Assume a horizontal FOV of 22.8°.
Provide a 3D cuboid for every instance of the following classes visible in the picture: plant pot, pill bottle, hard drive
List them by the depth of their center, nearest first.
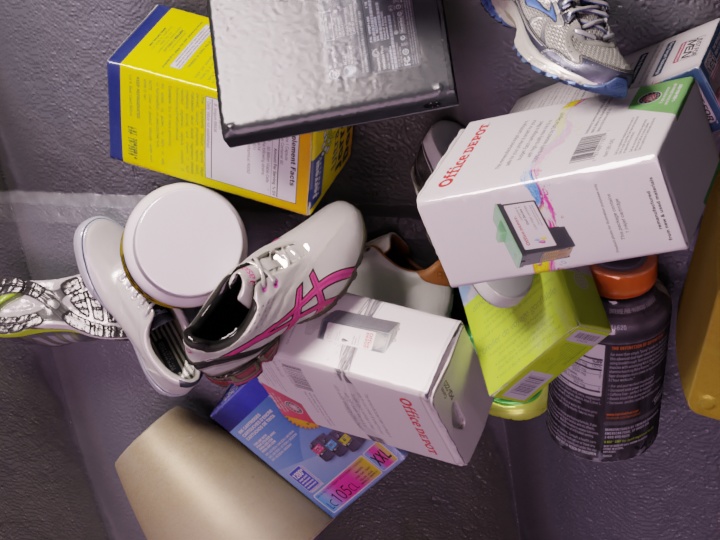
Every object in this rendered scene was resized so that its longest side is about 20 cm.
[{"bbox_3d":[0.366,0.035,1.486,0.199,0.177,0.201,16,128,11],"label":"plant pot"},{"bbox_3d":[-0.026,-0.189,1.497,0.199,0.140,0.033,-10,165,8],"label":"hard drive"},{"bbox_3d":[0.225,0.066,1.611,0.106,0.106,0.201,11,126,15],"label":"pill bottle"},{"bbox_3d":[-0.163,-0.022,1.643,0.114,0.200,0.115,0,88,-8],"label":"pill bottle"},{"bbox_3d":[-0.158,0.247,1.865,0.200,0.187,0.187,46,129,6],"label":"plant pot"}]

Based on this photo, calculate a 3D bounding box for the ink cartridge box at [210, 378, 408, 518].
[{"bbox_3d":[-0.054,0.137,1.797,0.200,0.076,0.136,41,128,-6],"label":"ink cartridge box"}]

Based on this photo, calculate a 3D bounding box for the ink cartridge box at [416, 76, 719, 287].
[{"bbox_3d":[0.164,-0.068,1.388,0.199,0.145,0.084,-10,115,28],"label":"ink cartridge box"}]

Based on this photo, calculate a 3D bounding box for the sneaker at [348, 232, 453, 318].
[{"bbox_3d":[0.000,0.000,1.698,0.199,0.073,0.085,11,96,23],"label":"sneaker"}]

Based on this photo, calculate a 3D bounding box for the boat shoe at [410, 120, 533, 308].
[{"bbox_3d":[0.095,-0.039,1.557,0.070,0.200,0.064,7,137,-29],"label":"boat shoe"}]

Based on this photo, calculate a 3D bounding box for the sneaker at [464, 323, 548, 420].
[{"bbox_3d":[0.091,0.082,1.713,0.199,0.074,0.084,14,101,18],"label":"sneaker"}]

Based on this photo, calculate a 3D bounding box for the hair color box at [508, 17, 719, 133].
[{"bbox_3d":[0.214,-0.132,1.482,0.200,0.100,0.061,-20,112,32],"label":"hair color box"}]

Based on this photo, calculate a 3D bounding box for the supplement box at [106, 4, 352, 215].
[{"bbox_3d":[-0.114,-0.146,1.598,0.199,0.110,0.109,17,131,13],"label":"supplement box"}]

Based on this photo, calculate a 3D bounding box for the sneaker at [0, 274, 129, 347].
[{"bbox_3d":[-0.295,0.044,1.842,0.199,0.074,0.081,3,164,7],"label":"sneaker"}]

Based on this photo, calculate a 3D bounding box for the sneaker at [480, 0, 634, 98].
[{"bbox_3d":[0.160,-0.209,1.412,0.077,0.200,0.085,8,121,-33],"label":"sneaker"}]

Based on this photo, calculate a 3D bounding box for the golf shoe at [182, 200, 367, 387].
[{"bbox_3d":[-0.071,0.014,1.545,0.073,0.200,0.092,39,173,26],"label":"golf shoe"}]

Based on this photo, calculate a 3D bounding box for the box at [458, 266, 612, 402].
[{"bbox_3d":[0.140,0.000,1.575,0.048,0.201,0.122,13,139,-36],"label":"box"}]

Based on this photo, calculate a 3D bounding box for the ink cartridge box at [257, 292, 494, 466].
[{"bbox_3d":[0.008,0.091,1.620,0.199,0.085,0.146,15,155,27],"label":"ink cartridge box"}]

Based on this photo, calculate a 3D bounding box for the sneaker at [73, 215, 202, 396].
[{"bbox_3d":[-0.212,0.031,1.768,0.200,0.073,0.071,58,150,-6],"label":"sneaker"}]
